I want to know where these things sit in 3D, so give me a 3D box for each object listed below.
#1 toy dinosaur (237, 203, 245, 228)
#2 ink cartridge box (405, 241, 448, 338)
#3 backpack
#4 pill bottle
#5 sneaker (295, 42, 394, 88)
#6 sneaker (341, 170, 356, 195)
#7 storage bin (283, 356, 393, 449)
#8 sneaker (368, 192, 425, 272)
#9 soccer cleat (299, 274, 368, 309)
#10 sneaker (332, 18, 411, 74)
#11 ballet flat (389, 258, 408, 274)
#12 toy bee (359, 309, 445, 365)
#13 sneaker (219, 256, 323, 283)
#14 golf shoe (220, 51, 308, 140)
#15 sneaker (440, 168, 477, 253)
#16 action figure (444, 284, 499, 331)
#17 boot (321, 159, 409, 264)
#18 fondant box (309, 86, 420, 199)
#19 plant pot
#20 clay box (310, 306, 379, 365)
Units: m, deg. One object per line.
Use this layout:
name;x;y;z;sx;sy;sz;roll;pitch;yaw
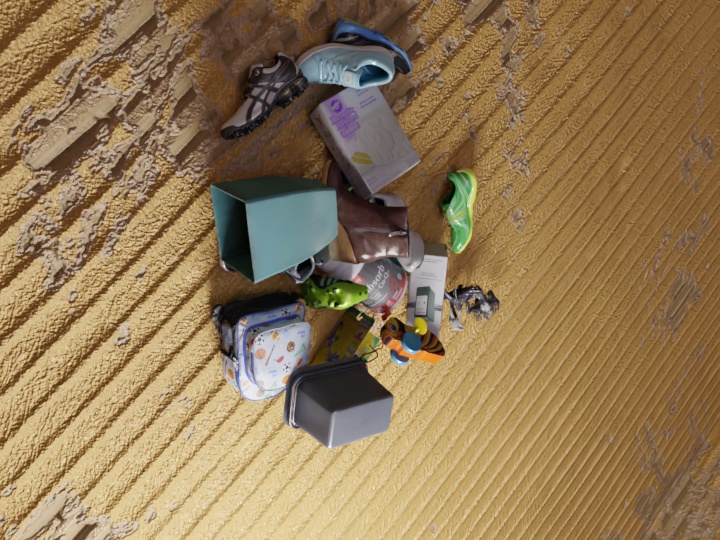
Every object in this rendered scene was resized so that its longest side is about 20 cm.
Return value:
toy dinosaur;-0.161;-0.115;1.174;0.197;0.077;0.104;23;102;-41
ink cartridge box;0.150;0.048;1.366;0.082;0.146;0.206;6;104;6
backpack;-0.188;0.158;1.183;0.196;0.153;0.195;-9;119;-34
pill bottle;0.000;0.000;1.274;0.198;0.115;0.118;35;84;-31
sneaker;-0.028;-0.383;1.128;0.194;0.083;0.075;-8;132;-2
sneaker;-0.006;-0.193;1.262;0.197;0.072;0.084;-28;149;-27
storage bin;-0.036;0.276;1.173;0.196;0.133;0.150;-4;110;-38
sneaker;0.071;-0.082;1.266;0.086;0.203;0.075;8;137;-44
soccer cleat;-0.058;0.044;1.198;0.079;0.198;0.070;-7;99;-32
sneaker;0.021;-0.441;1.203;0.196;0.071;0.084;8;121;-38
ballet flat;0.053;-0.065;1.331;0.199;0.066;0.068;42;53;-33
toy bee;0.089;0.136;1.261;0.130;0.111;0.198;-33;143;28
sneaker;-0.167;-0.022;1.155;0.196;0.113;0.078;-8;114;-33
golf shoe;-0.192;-0.321;1.092;0.199;0.077;0.095;-42;105;-19
sneaker;0.230;-0.144;1.429;0.081;0.074;0.206;-1;109;-7
action figure;0.275;0.090;1.476;0.198;0.117;0.105;12;64;-50
boot;0.012;-0.116;1.143;0.162;0.072;0.206;-4;99;13
fondant box;0.011;-0.265;1.192;0.143;0.058;0.203;-36;96;-26
plant pot;-0.144;-0.094;1.066;0.197;0.140;0.145;-20;120;-33
clay box;-0.038;0.187;1.305;0.047;0.114;0.202;39;82;-35
